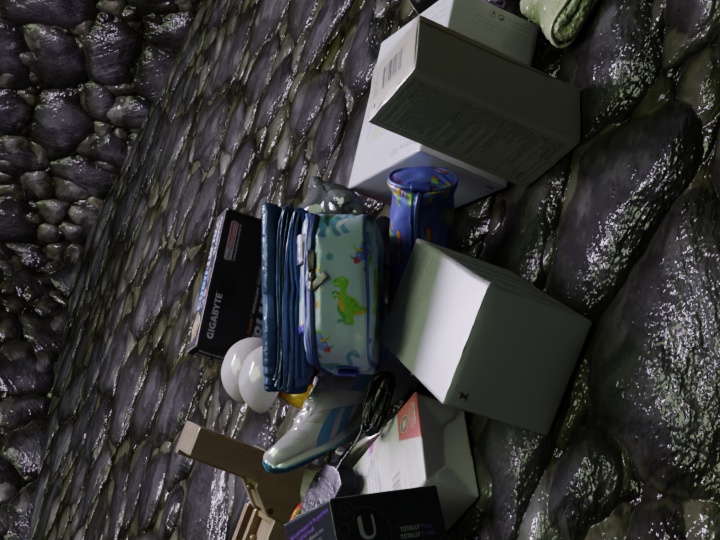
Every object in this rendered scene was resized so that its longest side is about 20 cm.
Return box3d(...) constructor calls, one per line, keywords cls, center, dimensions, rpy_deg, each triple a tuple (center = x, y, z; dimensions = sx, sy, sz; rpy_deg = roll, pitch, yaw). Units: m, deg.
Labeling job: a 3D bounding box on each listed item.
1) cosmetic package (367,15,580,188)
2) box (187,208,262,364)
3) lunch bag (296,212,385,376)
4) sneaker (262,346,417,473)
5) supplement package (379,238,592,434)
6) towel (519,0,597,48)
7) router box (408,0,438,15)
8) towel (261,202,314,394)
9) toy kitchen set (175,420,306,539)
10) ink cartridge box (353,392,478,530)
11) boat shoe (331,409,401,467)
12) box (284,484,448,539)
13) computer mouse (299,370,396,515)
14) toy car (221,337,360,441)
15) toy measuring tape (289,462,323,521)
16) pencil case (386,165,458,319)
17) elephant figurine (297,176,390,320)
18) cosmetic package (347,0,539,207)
box3d(cls="cosmetic package", center=(0.117, -0.169, 1.285), dimensions=(0.103, 0.197, 0.074), rpy_deg=(-40, 36, 50))
box3d(cls="box", center=(-0.118, 0.042, 1.697), dimensions=(0.050, 0.196, 0.203), rpy_deg=(-31, 43, 59))
box3d(cls="lunch bag", center=(-0.016, 0.031, 1.307), dimensions=(0.200, 0.081, 0.164), rpy_deg=(53, -145, -81))
box3d(cls="sneaker", center=(-0.034, 0.154, 1.408), dimensions=(0.199, 0.081, 0.077), rpy_deg=(-35, -4, -20))
box3d(cls="supplement package", center=(0.114, 0.059, 1.212), dimensions=(0.119, 0.116, 0.200), rpy_deg=(-68, 20, 7))
box3d(cls="towel", center=(0.240, -0.351, 1.358), dimensions=(0.202, 0.036, 0.149), rpy_deg=(-63, 21, 20))
box3d(cls="router box", center=(0.137, -0.403, 1.517), dimensions=(0.198, 0.052, 0.158), rpy_deg=(-31, 35, 15))
box3d(cls="towel", center=(-0.074, 0.031, 1.360), dimensions=(0.112, 0.048, 0.204), rpy_deg=(22, -113, -81))
box3d(cls="toy kitchen set", center=(-0.185, 0.322, 1.650), dimensions=(0.163, 0.178, 0.203), rpy_deg=(-1, 67, 69))
box3d(cls="ink cartridge box", center=(0.040, 0.240, 1.317), dimensions=(0.201, 0.067, 0.118), rpy_deg=(-54, 27, 35))
box3d(cls="boat shoe", center=(0.015, 0.193, 1.414), dimensions=(0.200, 0.072, 0.064), rpy_deg=(128, 150, -51))
box3d(cls="box", center=(0.019, 0.313, 1.152), dimensions=(0.106, 0.120, 0.203), rpy_deg=(-38, 58, 54))
box3d(cls="computer mouse", center=(-0.007, 0.201, 1.338), dimensions=(0.202, 0.034, 0.059), rpy_deg=(-62, 31, 6))
box3d(cls="toy car", center=(-0.064, 0.112, 1.535), dimensions=(0.200, 0.173, 0.152), rpy_deg=(6, 77, 69))
box3d(cls="toy measuring tape", center=(-0.044, 0.275, 1.453), dimensions=(0.074, 0.072, 0.202), rpy_deg=(-94, 8, -47))
box3d(cls="pencil case", center=(0.066, -0.009, 1.359), dimensions=(0.087, 0.077, 0.204), rpy_deg=(-82, -7, -73))
box3d(cls="elephant figurine", center=(0.000, 0.000, 1.501), dimensions=(0.156, 0.200, 0.141), rpy_deg=(-54, 21, -20))
box3d(cls="cosmetic package", center=(0.093, -0.187, 1.471), dimensions=(0.199, 0.121, 0.203), rpy_deg=(-21, 55, 64))
